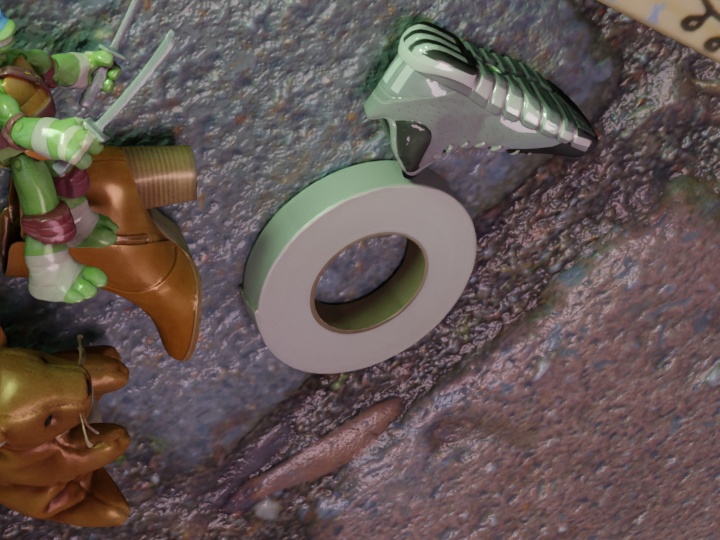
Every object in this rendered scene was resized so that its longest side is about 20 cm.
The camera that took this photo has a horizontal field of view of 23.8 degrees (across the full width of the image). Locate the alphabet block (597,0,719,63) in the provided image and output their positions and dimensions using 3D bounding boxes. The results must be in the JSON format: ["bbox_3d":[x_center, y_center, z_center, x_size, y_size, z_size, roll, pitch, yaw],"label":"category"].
[{"bbox_3d":[0.230,-0.278,1.176,0.200,0.197,0.196,16,121,-40],"label":"alphabet block"}]

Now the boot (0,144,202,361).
[{"bbox_3d":[-0.194,-0.006,1.271,0.144,0.071,0.202,-10,128,-16],"label":"boot"}]

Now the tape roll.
[{"bbox_3d":[0.000,0.000,1.410,0.202,0.037,0.203,-18,136,-18],"label":"tape roll"}]

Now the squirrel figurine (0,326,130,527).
[{"bbox_3d":[-0.267,0.106,1.245,0.199,0.142,0.187,2,167,1],"label":"squirrel figurine"}]

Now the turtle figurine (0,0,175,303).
[{"bbox_3d":[-0.176,-0.088,1.109,0.200,0.144,0.194,-23,128,-22],"label":"turtle figurine"}]

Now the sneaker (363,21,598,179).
[{"bbox_3d":[0.085,-0.112,1.341,0.200,0.075,0.116,23,119,-32],"label":"sneaker"}]
